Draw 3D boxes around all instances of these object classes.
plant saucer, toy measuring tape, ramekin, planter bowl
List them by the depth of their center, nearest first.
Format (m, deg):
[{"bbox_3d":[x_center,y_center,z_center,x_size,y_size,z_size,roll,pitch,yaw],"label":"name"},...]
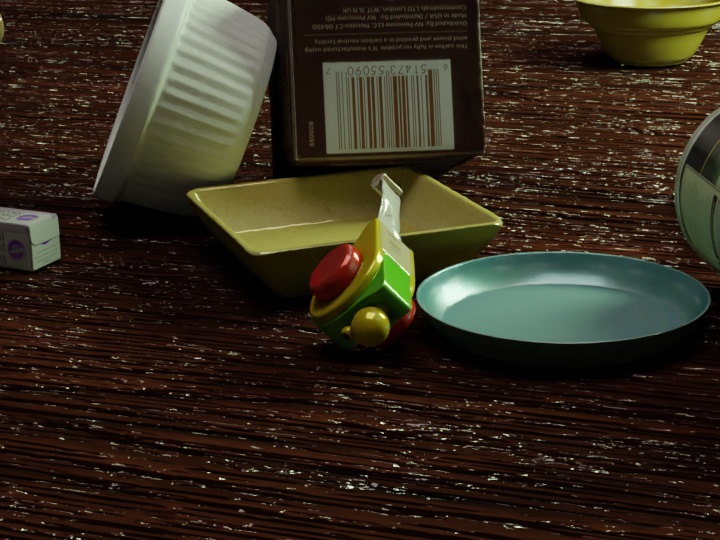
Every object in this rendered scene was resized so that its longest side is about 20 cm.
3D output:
[{"bbox_3d":[0.137,0.027,1.150,0.199,0.028,0.200,-1,18,0],"label":"plant saucer"},{"bbox_3d":[0.000,0.000,1.151,0.073,0.074,0.200,-1,28,0],"label":"toy measuring tape"},{"bbox_3d":[-0.017,-0.028,1.305,0.199,0.049,0.200,-7,18,-19],"label":"plant saucer"},{"bbox_3d":[-0.147,-0.141,1.435,0.104,0.201,0.200,20,14,-11],"label":"ramekin"},{"bbox_3d":[0.361,-0.301,2.095,0.199,0.084,0.201,-1,17,0],"label":"planter bowl"}]

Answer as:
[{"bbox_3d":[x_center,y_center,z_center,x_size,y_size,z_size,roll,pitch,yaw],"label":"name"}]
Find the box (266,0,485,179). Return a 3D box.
[{"bbox_3d":[0.008,-0.169,1.468,0.165,0.165,0.200,-3,-1,-9],"label":"box"}]

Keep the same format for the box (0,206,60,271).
[{"bbox_3d":[-0.334,-0.033,1.357,0.199,0.039,0.041,8,20,26],"label":"box"}]

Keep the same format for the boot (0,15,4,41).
[{"bbox_3d":[-0.576,-0.300,2.187,0.199,0.074,0.154,-5,12,32],"label":"boot"}]

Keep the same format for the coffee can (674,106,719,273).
[{"bbox_3d":[0.308,-0.033,1.129,0.145,0.147,0.200,-3,17,-6],"label":"coffee can"}]
